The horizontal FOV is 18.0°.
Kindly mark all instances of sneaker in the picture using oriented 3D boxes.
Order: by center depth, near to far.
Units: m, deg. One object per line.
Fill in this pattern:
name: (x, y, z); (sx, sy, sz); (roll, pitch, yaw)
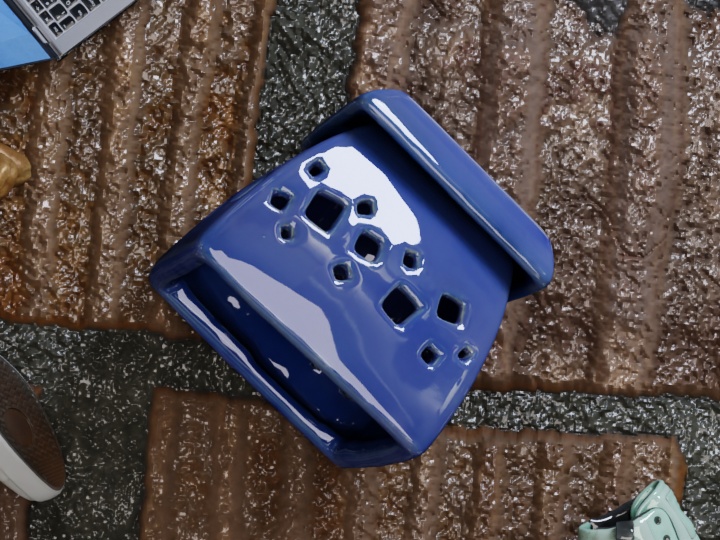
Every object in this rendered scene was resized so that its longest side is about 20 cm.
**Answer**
sneaker: (-0.285, 0.087, 1.544); (0.085, 0.073, 0.200); (-36, 101, 22)
sneaker: (0.251, 0.203, 1.600); (0.200, 0.074, 0.118); (-10, 96, -7)

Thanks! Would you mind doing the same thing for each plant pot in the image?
plant pot: (0.000, 0.000, 1.513); (0.200, 0.200, 0.180); (44, 76, -5)

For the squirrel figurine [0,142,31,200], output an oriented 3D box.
squirrel figurine: (-0.321, -0.048, 1.461); (0.200, 0.187, 0.142); (-15, 125, 4)

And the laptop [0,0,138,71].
laptop: (-0.241, -0.240, 1.509); (0.200, 0.116, 0.187); (-38, 83, -8)
